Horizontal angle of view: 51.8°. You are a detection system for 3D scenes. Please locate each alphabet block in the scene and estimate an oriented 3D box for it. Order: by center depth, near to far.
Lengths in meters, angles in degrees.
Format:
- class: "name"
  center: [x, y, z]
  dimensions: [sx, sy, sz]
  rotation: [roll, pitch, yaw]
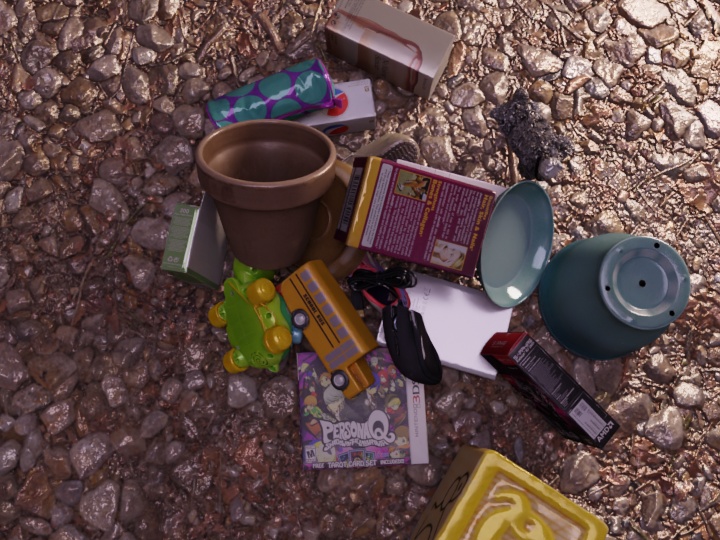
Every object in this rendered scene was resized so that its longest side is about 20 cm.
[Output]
- class: "alphabet block"
  center: [0.198, 0.380, 1.056]
  dimensions: [0.195, 0.200, 0.196]
  rotation: [30, 81, 4]

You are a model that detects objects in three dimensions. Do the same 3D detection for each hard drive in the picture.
- class: "hard drive"
  center: [0.135, 0.084, 1.196]
  dimensions: [0.198, 0.026, 0.133]
  rotation: [16, 80, 2]

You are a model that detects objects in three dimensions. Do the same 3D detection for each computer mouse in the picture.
- class: "computer mouse"
  center: [0.040, 0.089, 1.100]
  dimensions: [0.046, 0.140, 0.201]
  rotation: [-36, 118, -39]

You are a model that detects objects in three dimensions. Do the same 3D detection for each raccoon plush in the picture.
- class: "raccoon plush"
  center: [0.274, -0.223, 1.175]
  dimensions: [0.096, 0.200, 0.134]
  rotation: [-35, 96, 4]

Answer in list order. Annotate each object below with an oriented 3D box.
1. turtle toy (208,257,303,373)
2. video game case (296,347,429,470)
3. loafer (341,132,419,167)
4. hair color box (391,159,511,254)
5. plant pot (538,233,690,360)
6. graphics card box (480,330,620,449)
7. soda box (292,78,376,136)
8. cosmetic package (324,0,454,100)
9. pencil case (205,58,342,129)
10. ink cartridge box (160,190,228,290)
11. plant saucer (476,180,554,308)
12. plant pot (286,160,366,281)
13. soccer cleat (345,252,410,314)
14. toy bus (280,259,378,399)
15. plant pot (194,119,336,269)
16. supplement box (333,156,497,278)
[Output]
- class: "turtle toy"
  center: [-0.157, 0.061, 1.152]
  dimensions: [0.145, 0.101, 0.202]
  rotation: [-27, 79, 40]
- class: "video game case"
  center: [0.003, 0.212, 1.156]
  dimensions: [0.198, 0.036, 0.183]
  rotation: [-3, 85, 2]
- class: "loafer"
  center: [0.004, -0.160, 1.218]
  dimensions: [0.199, 0.068, 0.076]
  rotation: [-27, 120, 8]
- class: "hair color box"
  center: [0.129, -0.099, 1.176]
  dimensions: [0.198, 0.065, 0.110]
  rotation: [13, 94, -16]
- class: "plant pot"
  center: [0.392, 0.030, 1.123]
  dimensions: [0.198, 0.188, 0.202]
  rotation: [0, 80, -2]
- class: "graphics card box"
  center: [0.281, 0.177, 1.117]
  dimensions: [0.200, 0.125, 0.051]
  rotation: [44, 79, -4]
- class: "soda box"
  center: [-0.076, -0.262, 1.237]
  dimensions: [0.198, 0.064, 0.069]
  rotation: [-9, 81, -1]
- class: "cosmetic package"
  center: [0.047, -0.377, 1.240]
  dimensions: [0.199, 0.103, 0.088]
  rotation: [26, 82, 6]
- class: "pencil case"
  center: [-0.135, -0.258, 1.161]
  dimensions: [0.199, 0.085, 0.093]
  rotation: [-25, 65, -4]
- class: "ink cartridge box"
  center: [-0.241, -0.081, 1.160]
  dimensions: [0.048, 0.146, 0.202]
  rotation: [8, 79, 10]
- class: "plant saucer"
  center: [0.235, -0.043, 1.163]
  dimensions: [0.036, 0.200, 0.201]
  rotation: [16, 77, 43]
- class: "plant pot"
  center: [-0.068, -0.078, 1.170]
  dimensions: [0.199, 0.027, 0.202]
  rotation: [-3, 85, 32]
- class: "soccer cleat"
  center: [0.000, 0.000, 1.172]
  dimensions: [0.200, 0.076, 0.067]
  rotation: [43, 86, 18]
- class: "toy bus"
  center: [-0.040, 0.088, 1.111]
  dimensions: [0.078, 0.065, 0.201]
  rotation: [-37, 81, 17]
- class: "plant pot"
  center: [-0.136, -0.100, 1.089]
  dimensions: [0.198, 0.176, 0.201]
  rotation: [3, 36, -2]
- class: "supplement box"
  center: [0.077, -0.079, 1.080]
  dimensions: [0.198, 0.103, 0.132]
  rotation: [15, 94, -14]
